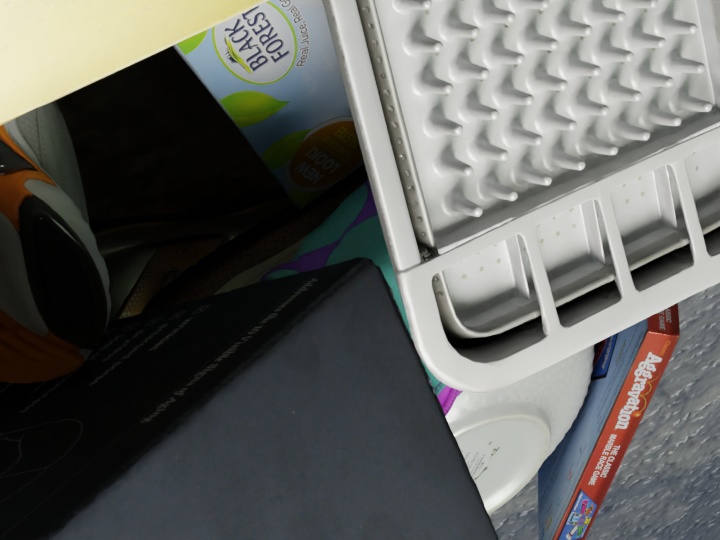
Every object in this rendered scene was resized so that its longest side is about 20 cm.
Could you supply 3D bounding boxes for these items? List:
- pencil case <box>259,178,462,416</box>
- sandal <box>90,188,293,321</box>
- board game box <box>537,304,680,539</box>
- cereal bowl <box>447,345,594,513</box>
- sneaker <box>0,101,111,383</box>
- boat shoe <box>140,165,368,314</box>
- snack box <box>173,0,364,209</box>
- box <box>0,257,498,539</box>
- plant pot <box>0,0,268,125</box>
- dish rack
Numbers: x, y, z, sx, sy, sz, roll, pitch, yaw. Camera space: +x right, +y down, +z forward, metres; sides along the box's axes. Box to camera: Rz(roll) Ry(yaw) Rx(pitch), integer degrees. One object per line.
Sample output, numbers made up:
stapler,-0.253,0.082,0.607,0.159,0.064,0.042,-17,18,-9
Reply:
pencil case,0.058,-0.020,0.741,0.200,0.092,0.085,-40,156,-18
sandal,-0.082,0.018,0.831,0.199,0.055,0.082,-13,141,-24
board game box,0.128,0.063,1.014,0.019,0.103,0.201,9,135,-6
cereal bowl,0.037,0.075,0.972,0.199,0.084,0.201,-22,145,-16
sneaker,-0.140,-0.065,0.655,0.075,0.092,0.201,-13,112,-3
boat shoe,0.003,-0.001,0.800,0.202,0.075,0.075,-32,-172,-28
snack box,-0.004,-0.135,0.690,0.168,0.068,0.200,-35,145,0
box,-0.094,0.105,0.643,0.196,0.124,0.200,-16,-164,38
plant pot,-0.079,-0.185,0.476,0.199,0.200,0.177,-26,134,-9
dish rack,0.064,-0.076,0.657,0.171,0.043,0.201,-24,113,-22
